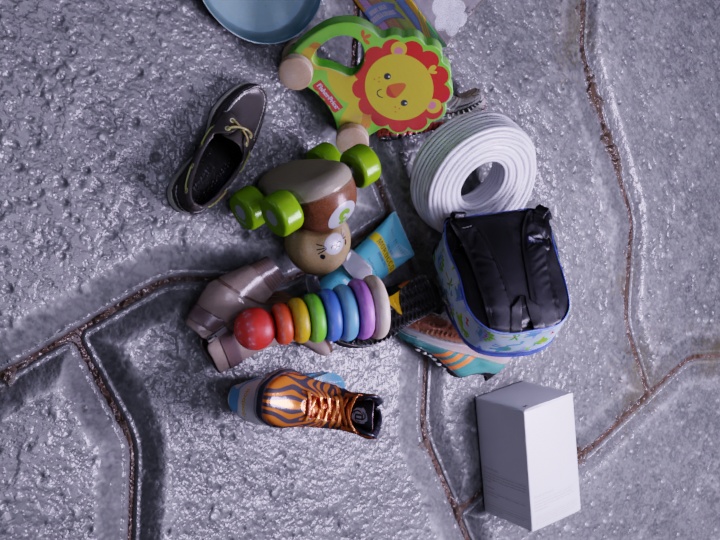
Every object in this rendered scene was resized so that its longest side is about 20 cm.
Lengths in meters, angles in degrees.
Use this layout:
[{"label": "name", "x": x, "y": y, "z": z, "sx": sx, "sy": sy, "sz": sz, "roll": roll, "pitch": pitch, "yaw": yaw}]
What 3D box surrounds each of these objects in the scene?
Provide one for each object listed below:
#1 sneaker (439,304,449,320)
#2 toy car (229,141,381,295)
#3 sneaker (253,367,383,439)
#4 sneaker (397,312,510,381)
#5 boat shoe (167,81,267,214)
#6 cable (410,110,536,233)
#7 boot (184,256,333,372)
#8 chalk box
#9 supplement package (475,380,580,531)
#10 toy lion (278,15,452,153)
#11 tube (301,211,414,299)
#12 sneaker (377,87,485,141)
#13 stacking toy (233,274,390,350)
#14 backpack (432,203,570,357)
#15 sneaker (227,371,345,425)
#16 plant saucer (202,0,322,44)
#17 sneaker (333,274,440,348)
[{"label": "sneaker", "x": 0.217, "y": 0.064, "z": 1.443, "sx": 0.198, "sy": 0.080, "sz": 0.079, "roll": 6, "pitch": 126, "yaw": -13}, {"label": "toy car", "x": -0.050, "y": -0.046, "z": 1.204, "sx": 0.164, "sy": 0.157, "sz": 0.201, "roll": -34, "pitch": 117, "yaw": -28}, {"label": "sneaker", "x": -0.040, "y": 0.171, "z": 1.148, "sx": 0.199, "sy": 0.111, "sz": 0.078, "roll": 12, "pitch": 85, "yaw": -53}, {"label": "sneaker", "x": 0.135, "y": 0.124, "z": 1.389, "sx": 0.199, "sy": 0.072, "sz": 0.080, "roll": 18, "pitch": 122, "yaw": -16}, {"label": "boat shoe", "x": -0.172, "y": -0.159, "z": 1.162, "sx": 0.072, "sy": 0.060, "sz": 0.202, "roll": 37, "pitch": 73, "yaw": -31}, {"label": "cable", "x": 0.170, "y": -0.139, "z": 1.351, "sx": 0.199, "sy": 0.069, "sz": 0.201, "roll": -8, "pitch": 128, "yaw": -27}, {"label": "boot", "x": -0.139, "y": 0.083, "z": 1.209, "sx": 0.146, "sy": 0.070, "sz": 0.200, "roll": -42, "pitch": 117, "yaw": -16}, {"label": "chalk box", "x": 0.061, "y": -0.421, "z": 1.265, "sx": 0.200, "sy": 0.124, "sz": 0.125, "roll": 47, "pitch": 70, "yaw": -27}, {"label": "supplement package", "x": 0.274, "y": 0.298, "z": 1.471, "sx": 0.117, "sy": 0.117, "sz": 0.202, "roll": -12, "pitch": 101, "yaw": -33}, {"label": "toy lion", "x": 0.018, "y": -0.260, "z": 1.210, "sx": 0.200, "sy": 0.191, "sz": 0.069, "roll": 46, "pitch": 27, "yaw": -27}, {"label": "tube", "x": 0.000, "y": 0.000, "z": 1.306, "sx": 0.200, "sy": 0.050, "sz": 0.078, "roll": -41, "pitch": 123, "yaw": -30}, {"label": "sneaker", "x": 0.107, "y": -0.250, "z": 1.336, "sx": 0.199, "sy": 0.078, "sz": 0.083, "roll": -18, "pitch": 99, "yaw": -34}, {"label": "stacking toy", "x": -0.066, "y": 0.060, "z": 1.163, "sx": 0.199, "sy": 0.085, "sz": 0.086, "roll": -8, "pitch": 99, "yaw": -17}, {"label": "backpack", "x": 0.207, "y": 0.027, "z": 1.317, "sx": 0.182, "sy": 0.147, "sz": 0.201, "roll": -5, "pitch": 59, "yaw": -12}, {"label": "sneaker", "x": -0.093, "y": 0.173, "z": 1.239, "sx": 0.199, "sy": 0.080, "sz": 0.077, "roll": 11, "pitch": 86, "yaw": -54}, {"label": "plant saucer", "x": -0.136, "y": -0.400, "z": 1.188, "sx": 0.199, "sy": 0.027, "sz": 0.202, "roll": -4, "pitch": 96, "yaw": -34}, {"label": "sneaker", "x": 0.021, "y": 0.068, "z": 1.293, "sx": 0.199, "sy": 0.090, "sz": 0.070, "roll": -21, "pitch": 86, "yaw": -35}]
